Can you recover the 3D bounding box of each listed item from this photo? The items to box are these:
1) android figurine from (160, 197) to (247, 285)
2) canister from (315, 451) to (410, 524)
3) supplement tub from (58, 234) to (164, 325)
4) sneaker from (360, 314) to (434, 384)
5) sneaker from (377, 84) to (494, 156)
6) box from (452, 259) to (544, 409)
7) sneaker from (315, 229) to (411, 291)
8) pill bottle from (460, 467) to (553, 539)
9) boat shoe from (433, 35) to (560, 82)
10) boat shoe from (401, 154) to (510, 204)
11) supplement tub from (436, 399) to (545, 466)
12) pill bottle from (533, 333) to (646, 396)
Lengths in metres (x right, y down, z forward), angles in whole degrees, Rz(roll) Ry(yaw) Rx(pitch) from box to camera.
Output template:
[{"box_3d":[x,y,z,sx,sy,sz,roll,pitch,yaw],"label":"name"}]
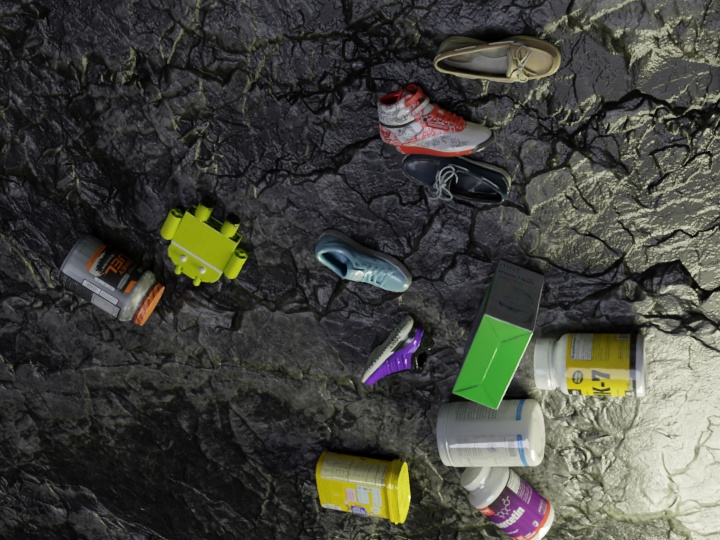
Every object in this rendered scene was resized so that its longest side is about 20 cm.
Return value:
[{"box_3d":[-0.318,-0.051,1.920,0.181,0.041,0.201,33,126,-5],"label":"android figurine"},{"box_3d":[0.005,0.489,2.156,0.197,0.087,0.150,5,125,18],"label":"canister"},{"box_3d":[-0.520,0.024,1.991,0.198,0.123,0.123,31,128,-5],"label":"supplement tub"},{"box_3d":[0.079,0.185,1.925,0.099,0.070,0.201,33,129,-8],"label":"sneaker"},{"box_3d":[0.123,-0.255,1.601,0.198,0.068,0.109,2,127,22],"label":"sneaker"},{"box_3d":[0.256,0.117,1.745,0.095,0.177,0.202,20,129,4],"label":"box"},{"box_3d":[0.000,0.000,1.814,0.198,0.082,0.074,25,129,1],"label":"sneaker"},{"box_3d":[0.311,0.489,2.029,0.199,0.113,0.112,40,127,-11],"label":"pill bottle"},{"box_3d":[0.217,-0.334,1.514,0.197,0.063,0.074,10,127,13],"label":"boat shoe"},{"box_3d":[0.163,-0.158,1.658,0.197,0.062,0.076,18,130,8],"label":"boat shoe"},{"box_3d":[0.265,0.330,1.921,0.197,0.133,0.133,-5,123,23],"label":"supplement tub"},{"box_3d":[0.428,0.175,1.766,0.197,0.115,0.116,-1,124,20],"label":"pill bottle"}]
